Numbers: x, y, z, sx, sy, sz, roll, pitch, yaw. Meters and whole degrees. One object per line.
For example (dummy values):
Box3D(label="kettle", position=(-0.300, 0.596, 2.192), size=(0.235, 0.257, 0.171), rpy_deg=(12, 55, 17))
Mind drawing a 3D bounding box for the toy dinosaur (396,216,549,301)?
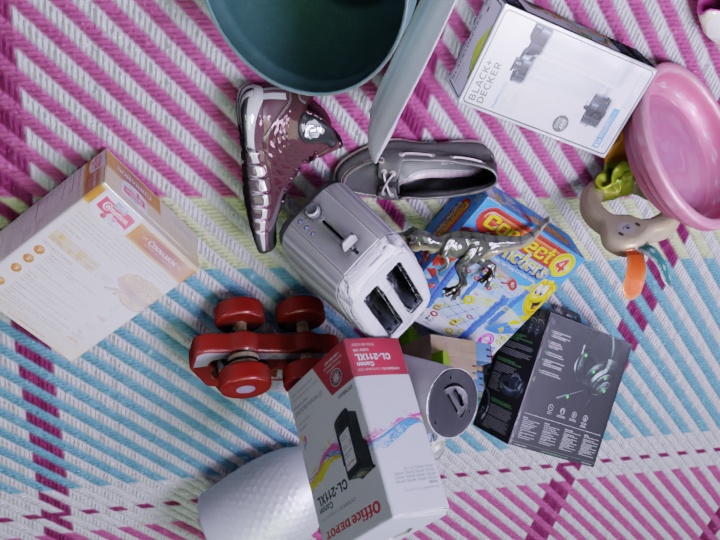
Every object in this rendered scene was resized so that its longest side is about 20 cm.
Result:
Box3D(label="toy dinosaur", position=(0.137, -0.016, 0.975), size=(0.195, 0.048, 0.090), rpy_deg=(-5, 121, -14))

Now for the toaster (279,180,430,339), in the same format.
Box3D(label="toaster", position=(0.000, 0.000, 0.935), size=(0.113, 0.129, 0.201), rpy_deg=(-43, 145, -7))

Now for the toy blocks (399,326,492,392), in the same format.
Box3D(label="toy blocks", position=(0.109, 0.138, 1.099), size=(0.134, 0.102, 0.199), rpy_deg=(10, 157, -28))

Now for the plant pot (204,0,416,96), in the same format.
Box3D(label="plant pot", position=(-0.027, -0.277, 0.707), size=(0.196, 0.135, 0.204), rpy_deg=(14, 129, 19))

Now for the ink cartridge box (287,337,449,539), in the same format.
Box3D(label="ink cartridge box", position=(0.003, 0.199, 0.906), size=(0.081, 0.203, 0.146), rpy_deg=(4, 146, -35))

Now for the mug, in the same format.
Box3D(label="mug", position=(-0.123, 0.360, 1.216), size=(0.174, 0.149, 0.200), rpy_deg=(-34, 150, 3))

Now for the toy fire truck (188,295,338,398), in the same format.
Box3D(label="toy fire truck", position=(-0.126, 0.121, 1.048), size=(0.195, 0.114, 0.169), rpy_deg=(0, 149, -20))

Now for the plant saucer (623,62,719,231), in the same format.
Box3D(label="plant saucer", position=(0.376, -0.141, 0.945), size=(0.198, 0.205, 0.050), rpy_deg=(22, 152, -31))

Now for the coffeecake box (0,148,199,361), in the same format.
Box3D(label="coffeecake box", position=(-0.306, -0.012, 0.899), size=(0.198, 0.074, 0.154), rpy_deg=(-33, 129, 11))

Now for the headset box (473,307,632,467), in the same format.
Box3D(label="headset box", position=(0.278, 0.156, 1.147), size=(0.171, 0.092, 0.204), rpy_deg=(18, 90, -28))

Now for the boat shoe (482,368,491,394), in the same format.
Box3D(label="boat shoe", position=(0.273, 0.195, 1.242), size=(0.197, 0.075, 0.061), rpy_deg=(28, 122, -23))

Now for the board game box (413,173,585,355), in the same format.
Box3D(label="board game box", position=(0.162, 0.001, 1.061), size=(0.198, 0.056, 0.197), rpy_deg=(25, 117, -31))

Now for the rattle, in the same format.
Box3D(label="rattle", position=(0.330, -0.087, 0.943), size=(0.128, 0.202, 0.145), rpy_deg=(19, 132, 4))

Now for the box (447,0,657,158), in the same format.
Box3D(label="box", position=(0.209, -0.215, 0.884), size=(0.196, 0.061, 0.118), rpy_deg=(17, 121, -18))

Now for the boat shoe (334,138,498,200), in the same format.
Box3D(label="boat shoe", position=(0.069, -0.115, 0.940), size=(0.195, 0.057, 0.068), rpy_deg=(-8, 130, -11))

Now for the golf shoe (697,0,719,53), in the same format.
Box3D(label="golf shoe", position=(0.456, -0.332, 0.875), size=(0.090, 0.076, 0.201), rpy_deg=(25, 116, -27))

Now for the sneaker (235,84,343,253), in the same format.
Box3D(label="sneaker", position=(-0.074, -0.111, 0.892), size=(0.113, 0.076, 0.203), rpy_deg=(-9, 129, -13))

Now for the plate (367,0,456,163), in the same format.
Box3D(label="plate", position=(0.060, -0.226, 0.775), size=(0.032, 0.201, 0.202), rpy_deg=(26, 120, -2))

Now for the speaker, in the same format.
Box3D(label="speaker", position=(0.052, 0.143, 0.981), size=(0.080, 0.198, 0.083), rpy_deg=(-3, 96, -34))

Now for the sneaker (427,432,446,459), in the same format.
Box3D(label="sneaker", position=(0.031, 0.278, 1.243), size=(0.197, 0.077, 0.086), rpy_deg=(-30, 121, -1))
